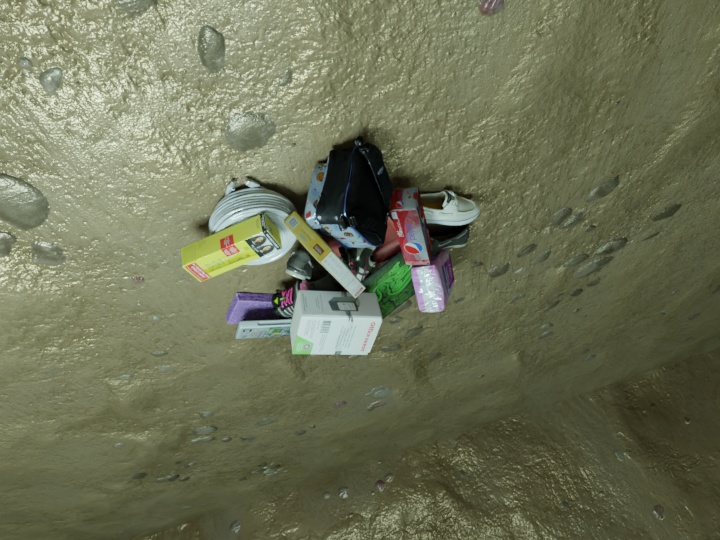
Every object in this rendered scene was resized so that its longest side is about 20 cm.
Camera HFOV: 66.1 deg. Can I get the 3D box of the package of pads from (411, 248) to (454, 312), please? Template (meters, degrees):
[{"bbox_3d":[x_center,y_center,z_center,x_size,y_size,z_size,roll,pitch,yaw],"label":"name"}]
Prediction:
[{"bbox_3d":[0.191,0.020,1.434,0.074,0.123,0.200,-7,-166,20],"label":"package of pads"}]

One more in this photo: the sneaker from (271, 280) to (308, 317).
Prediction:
[{"bbox_3d":[-0.181,0.077,1.402,0.086,0.075,0.200,3,161,-15],"label":"sneaker"}]

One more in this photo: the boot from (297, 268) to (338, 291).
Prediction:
[{"bbox_3d":[-0.055,0.083,1.464,0.178,0.073,0.203,-10,118,14],"label":"boot"}]

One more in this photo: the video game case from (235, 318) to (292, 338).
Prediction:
[{"bbox_3d":[-0.248,0.160,1.522,0.179,0.022,0.200,-1,165,-16],"label":"video game case"}]

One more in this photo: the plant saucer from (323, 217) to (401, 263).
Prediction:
[{"bbox_3d":[0.004,-0.068,1.371,0.197,0.037,0.200,-28,152,12],"label":"plant saucer"}]

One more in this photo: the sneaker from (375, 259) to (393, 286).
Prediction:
[{"bbox_3d":[0.099,0.028,1.500,0.079,0.085,0.199,-13,166,29],"label":"sneaker"}]

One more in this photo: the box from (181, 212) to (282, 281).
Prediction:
[{"bbox_3d":[-0.266,-0.046,1.144,0.197,0.051,0.075,-20,147,9],"label":"box"}]

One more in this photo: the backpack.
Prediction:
[{"bbox_3d":[-0.018,-0.135,1.147,0.152,0.204,0.190,0,156,34],"label":"backpack"}]

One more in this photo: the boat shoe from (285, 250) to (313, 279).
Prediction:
[{"bbox_3d":[-0.137,-0.017,1.297,0.066,0.200,0.058,25,92,-6],"label":"boat shoe"}]

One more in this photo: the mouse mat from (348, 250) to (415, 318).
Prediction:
[{"bbox_3d":[0.062,0.054,1.411,0.199,0.008,0.162,-39,135,-5],"label":"mouse mat"}]

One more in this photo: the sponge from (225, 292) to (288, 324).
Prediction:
[{"bbox_3d":[-0.258,0.108,1.513,0.197,0.030,0.112,5,139,-32],"label":"sponge"}]

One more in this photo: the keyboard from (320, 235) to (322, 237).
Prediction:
[{"bbox_3d":[-0.108,-0.097,1.312,0.196,0.011,0.057,-6,144,-19],"label":"keyboard"}]

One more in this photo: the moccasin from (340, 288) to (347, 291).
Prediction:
[{"bbox_3d":[-0.026,0.084,1.549,0.198,0.079,0.074,-21,147,3],"label":"moccasin"}]

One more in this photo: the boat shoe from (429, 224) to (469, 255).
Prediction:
[{"bbox_3d":[0.201,-0.084,1.427,0.197,0.067,0.058,-15,131,-30],"label":"boat shoe"}]

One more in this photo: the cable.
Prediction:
[{"bbox_3d":[-0.228,-0.092,1.202,0.198,0.070,0.200,15,134,-37],"label":"cable"}]

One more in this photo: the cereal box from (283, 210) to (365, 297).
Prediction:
[{"bbox_3d":[-0.075,-0.031,1.200,0.040,0.144,0.200,-44,148,-1],"label":"cereal box"}]

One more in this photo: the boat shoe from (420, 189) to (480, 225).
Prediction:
[{"bbox_3d":[0.204,-0.158,1.331,0.196,0.072,0.070,0,146,-14],"label":"boat shoe"}]

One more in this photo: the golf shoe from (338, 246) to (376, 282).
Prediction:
[{"bbox_3d":[0.000,0.000,1.373,0.087,0.078,0.201,-21,153,-10],"label":"golf shoe"}]

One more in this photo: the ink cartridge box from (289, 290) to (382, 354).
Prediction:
[{"bbox_3d":[-0.062,0.129,1.343,0.196,0.085,0.147,3,135,-17],"label":"ink cartridge box"}]

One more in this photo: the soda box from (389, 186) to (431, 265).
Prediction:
[{"bbox_3d":[0.119,-0.098,1.283,0.062,0.071,0.201,-3,143,15],"label":"soda box"}]
